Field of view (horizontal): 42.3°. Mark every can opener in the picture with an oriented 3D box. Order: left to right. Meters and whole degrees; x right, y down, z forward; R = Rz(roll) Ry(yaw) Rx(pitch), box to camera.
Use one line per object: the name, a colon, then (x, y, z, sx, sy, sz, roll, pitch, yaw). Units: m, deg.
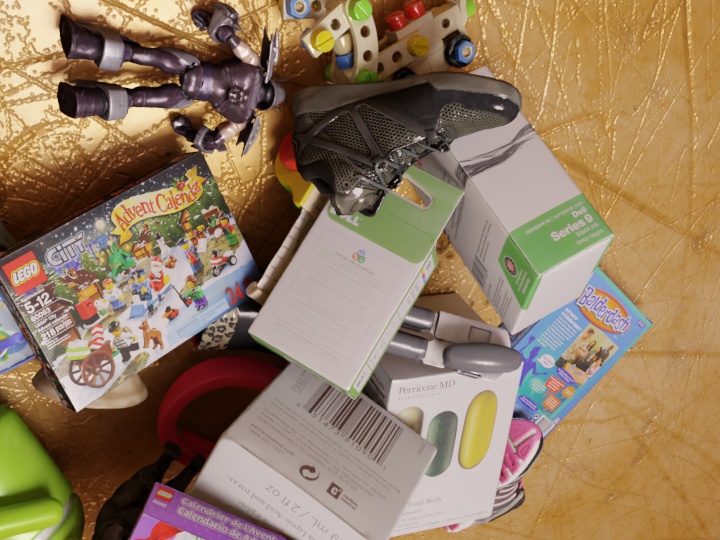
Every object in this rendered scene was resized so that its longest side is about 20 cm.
can opener: (0.053, 0.055, 0.862, 0.199, 0.067, 0.054, 16, 77, -9)

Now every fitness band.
fitness band: (-0.116, 0.159, 0.970, 0.200, 0.038, 0.144, 30, 114, -35)

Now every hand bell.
hand bell: (-0.229, 0.011, 0.838, 0.104, 0.104, 0.201, 6, 101, -28)

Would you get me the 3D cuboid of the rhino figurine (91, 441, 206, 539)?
rhino figurine: (-0.211, 0.230, 0.867, 0.060, 0.200, 0.087, 45, 103, -1)

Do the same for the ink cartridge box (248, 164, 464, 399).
ink cartridge box: (0.000, 0.000, 0.820, 0.201, 0.104, 0.059, -59, 165, -9)

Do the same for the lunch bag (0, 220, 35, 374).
lunch bag: (-0.369, 0.039, 0.773, 0.199, 0.083, 0.161, -26, 128, -9)

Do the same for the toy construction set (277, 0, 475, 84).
toy construction set: (0.038, -0.223, 0.821, 0.199, 0.092, 0.132, -27, 118, -3)

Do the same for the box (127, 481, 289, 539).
box: (-0.146, 0.280, 0.781, 0.136, 0.039, 0.200, 25, 119, -7)

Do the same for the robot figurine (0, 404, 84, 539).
robot figurine: (-0.331, 0.205, 0.843, 0.116, 0.175, 0.201, -44, 112, -37)

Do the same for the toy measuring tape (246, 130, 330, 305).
toy measuring tape: (-0.061, -0.066, 0.850, 0.073, 0.073, 0.201, 37, 77, -36)

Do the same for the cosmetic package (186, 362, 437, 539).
cosmetic package: (-0.064, 0.220, 0.860, 0.164, 0.165, 0.200, 35, 120, 6)

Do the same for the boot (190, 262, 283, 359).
boot: (-0.072, 0.000, 0.900, 0.153, 0.074, 0.205, 7, 112, -25)

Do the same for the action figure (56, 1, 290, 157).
action figure: (-0.147, -0.161, 0.778, 0.199, 0.069, 0.131, 1, 109, -31)

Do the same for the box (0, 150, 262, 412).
box: (-0.190, 0.005, 0.781, 0.200, 0.038, 0.137, -35, 111, -30)

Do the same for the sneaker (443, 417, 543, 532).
sneaker: (0.173, 0.249, 1.148, 0.087, 0.074, 0.200, 2, 132, -36)

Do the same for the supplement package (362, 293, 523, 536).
supplement package: (0.058, 0.152, 0.997, 0.151, 0.151, 0.201, -5, 119, -22)

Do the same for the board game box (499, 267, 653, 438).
board game box: (0.237, 0.092, 1.115, 0.200, 0.045, 0.152, -47, 126, 6)

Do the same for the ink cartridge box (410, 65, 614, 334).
ink cartridge box: (0.127, -0.063, 0.855, 0.084, 0.201, 0.146, -28, 160, -11)

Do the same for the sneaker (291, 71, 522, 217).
sneaker: (0.035, -0.099, 0.766, 0.198, 0.115, 0.076, -3, 165, 18)
